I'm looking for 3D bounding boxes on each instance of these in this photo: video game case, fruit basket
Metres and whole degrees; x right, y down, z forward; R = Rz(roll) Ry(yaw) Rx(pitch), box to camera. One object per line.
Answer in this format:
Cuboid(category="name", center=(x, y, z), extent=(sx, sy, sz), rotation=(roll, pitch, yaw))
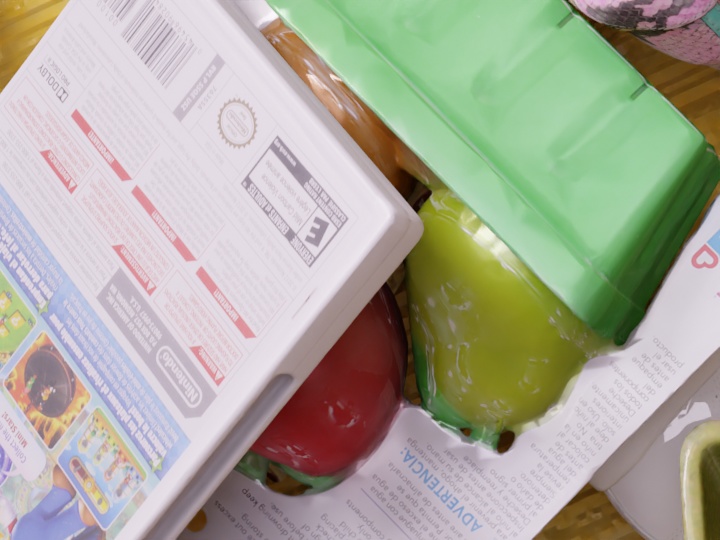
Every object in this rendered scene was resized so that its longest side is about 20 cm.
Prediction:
Cuboid(category="video game case", center=(-0.083, 0.019, 0.789), extent=(0.200, 0.018, 0.143), rotation=(-51, 52, 14))
Cuboid(category="fruit basket", center=(0.000, 0.000, 0.822), extent=(0.185, 0.094, 0.200), rotation=(44, 101, 13))

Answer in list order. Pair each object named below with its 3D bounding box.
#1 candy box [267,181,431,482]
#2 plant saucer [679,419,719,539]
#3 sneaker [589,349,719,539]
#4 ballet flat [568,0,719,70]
Cuboid(category="candy box", center=(-0.025, -0.050, 0.895), extent=(0.115, 0.055, 0.201), rotation=(29, 80, 12))
Cuboid(category="plant saucer", center=(0.189, 0.143, 0.810), extent=(0.198, 0.048, 0.201), rotation=(-1, 79, -6))
Cuboid(category="sneaker", center=(0.155, 0.010, 0.860), extent=(0.088, 0.075, 0.200), rotation=(44, 89, 0))
Cuboid(category="ballet flat", center=(0.073, -0.114, 0.826), extent=(0.069, 0.071, 0.200), rotation=(-37, 35, 10))
